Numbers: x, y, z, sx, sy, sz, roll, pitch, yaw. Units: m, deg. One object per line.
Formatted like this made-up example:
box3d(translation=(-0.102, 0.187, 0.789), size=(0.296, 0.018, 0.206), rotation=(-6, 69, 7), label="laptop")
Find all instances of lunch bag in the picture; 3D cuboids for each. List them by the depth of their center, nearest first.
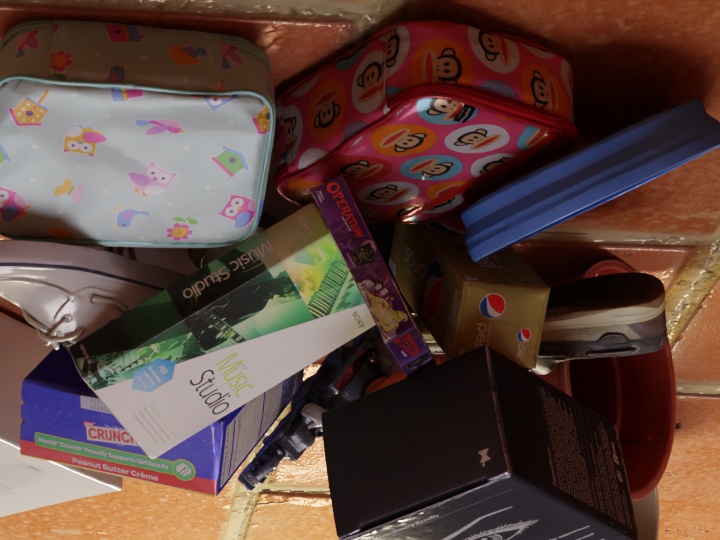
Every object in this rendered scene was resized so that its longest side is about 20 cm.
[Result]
box3d(translation=(-0.161, -0.087, 1.458), size=(0.200, 0.077, 0.160), rotation=(3, 134, -7), label="lunch bag")
box3d(translation=(0.052, -0.099, 1.502), size=(0.176, 0.082, 0.200), rotation=(12, 154, -36), label="lunch bag")

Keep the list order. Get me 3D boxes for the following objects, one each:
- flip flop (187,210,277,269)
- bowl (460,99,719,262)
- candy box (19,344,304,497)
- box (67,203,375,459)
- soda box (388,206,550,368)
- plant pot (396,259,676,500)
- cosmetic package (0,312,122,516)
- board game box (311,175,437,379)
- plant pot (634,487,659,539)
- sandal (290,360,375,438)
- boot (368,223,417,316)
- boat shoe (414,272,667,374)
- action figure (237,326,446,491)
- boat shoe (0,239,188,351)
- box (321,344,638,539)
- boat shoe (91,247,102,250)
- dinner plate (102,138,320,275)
box3d(translation=(-0.055, 0.004, 1.598), size=(0.081, 0.058, 0.200), rotation=(-44, 151, 11), label="flip flop")
box3d(translation=(0.162, -0.065, 1.515), size=(0.201, 0.039, 0.201), rotation=(-25, 178, -1), label="bowl")
box3d(translation=(-0.152, 0.089, 1.711), size=(0.169, 0.200, 0.077), rotation=(12, 116, 15), label="candy box")
box3d(translation=(-0.094, 0.046, 1.535), size=(0.200, 0.036, 0.144), rotation=(-32, 149, -2), label="box")
box3d(translation=(0.078, 0.008, 1.608), size=(0.068, 0.064, 0.200), rotation=(4, -162, -15), label="soda box")
box3d(translation=(0.138, 0.101, 1.828), size=(0.195, 0.201, 0.201), rotation=(-8, 156, 33), label="plant pot")
box3d(translation=(-0.352, 0.136, 1.937), size=(0.200, 0.123, 0.199), rotation=(-16, 152, 27), label="cosmetic package")
box3d(translation=(0.015, 0.015, 1.519), size=(0.032, 0.120, 0.200), rotation=(-30, 165, 0), label="board game box")
box3d(translation=(0.175, 0.254, 2.194), size=(0.200, 0.187, 0.187), rotation=(0, 160, 32), label="plant pot")
box3d(translation=(0.035, 0.115, 1.989), size=(0.201, 0.080, 0.057), rotation=(-4, 174, 21), label="sandal")
box3d(translation=(0.000, 0.000, 1.748), size=(0.200, 0.075, 0.097), rotation=(9, 173, -23), label="boot")
box3d(translation=(0.140, 0.050, 1.669), size=(0.200, 0.073, 0.065), rotation=(-6, 114, 15), label="boat shoe")
box3d(translation=(0.003, 0.128, 1.744), size=(0.105, 0.200, 0.193), rotation=(50, 160, -24), label="action figure")
box3d(translation=(-0.198, 0.023, 1.502), size=(0.071, 0.070, 0.200), rotation=(-3, 168, 36), label="boat shoe")
box3d(translation=(0.089, 0.152, 1.567), size=(0.148, 0.104, 0.200), rotation=(-23, 148, 25), label="box")
box3d(translation=(-0.211, -0.031, 1.648), size=(0.068, 0.072, 0.200), rotation=(5, 143, -17), label="boat shoe")
box3d(translation=(-0.100, -0.038, 1.600), size=(0.200, 0.024, 0.200), rotation=(-18, 136, -18), label="dinner plate")
